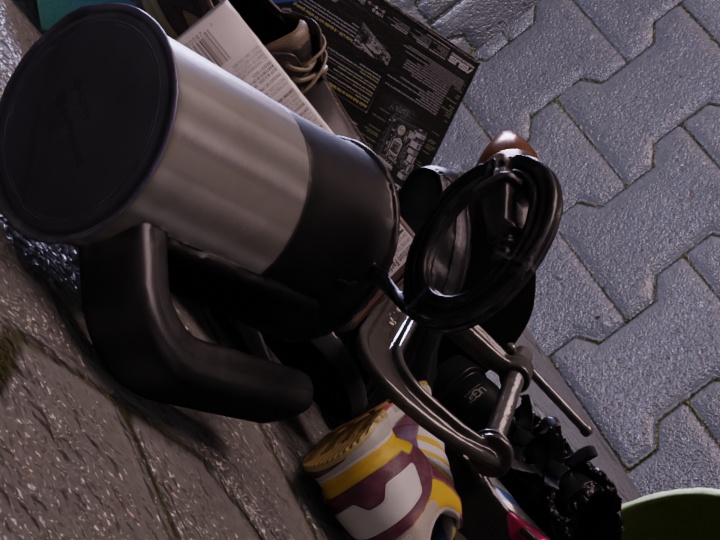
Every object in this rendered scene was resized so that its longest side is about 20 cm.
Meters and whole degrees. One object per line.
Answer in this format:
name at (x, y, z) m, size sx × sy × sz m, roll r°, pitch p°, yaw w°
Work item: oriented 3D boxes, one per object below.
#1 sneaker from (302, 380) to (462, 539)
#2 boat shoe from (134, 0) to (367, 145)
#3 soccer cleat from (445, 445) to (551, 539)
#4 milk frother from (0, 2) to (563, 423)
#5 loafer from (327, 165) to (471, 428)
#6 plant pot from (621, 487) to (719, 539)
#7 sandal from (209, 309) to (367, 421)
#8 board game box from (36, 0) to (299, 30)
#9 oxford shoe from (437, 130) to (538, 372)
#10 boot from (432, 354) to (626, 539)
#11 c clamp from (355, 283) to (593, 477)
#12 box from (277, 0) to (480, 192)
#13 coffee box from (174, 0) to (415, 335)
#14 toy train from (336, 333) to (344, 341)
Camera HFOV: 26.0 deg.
sneaker at (0.022, 0.127, 0.938) m, size 0.090 × 0.075 × 0.200 m, roll 59°, pitch 14°, yaw 2°
boat shoe at (-0.061, -0.133, 1.028) m, size 0.200 × 0.073 × 0.075 m, roll 44°, pitch 48°, yaw -19°
soccer cleat at (0.095, 0.192, 1.076) m, size 0.200 × 0.070 × 0.086 m, roll 57°, pitch -3°, yaw 9°
milk frother at (-0.035, -0.040, 0.748) m, size 0.188 × 0.200 × 0.181 m, roll 25°, pitch 36°, yaw -52°
loafer at (0.025, 0.019, 1.066) m, size 0.070 × 0.201 × 0.068 m, roll 25°, pitch -16°, yaw -40°
plant pot at (0.249, 0.299, 1.169) m, size 0.190 × 0.200 × 0.200 m, roll 62°, pitch 4°, yaw -20°
sandal at (-0.071, 0.020, 0.930) m, size 0.200 × 0.043 × 0.076 m, roll 50°, pitch -21°, yaw -21°
board game box at (-0.134, -0.225, 1.125) m, size 0.152 × 0.199 × 0.045 m, roll -115°, pitch -162°, yaw -62°
oxford shoe at (0.095, -0.009, 1.144) m, size 0.071 × 0.201 × 0.071 m, roll 11°, pitch 30°, yaw -8°
boot at (0.125, 0.161, 1.149) m, size 0.162 × 0.073 × 0.199 m, roll 40°, pitch -18°, yaw 36°
c clamp at (0.074, 0.070, 0.976) m, size 0.171 × 0.027 × 0.200 m, roll 45°, pitch 22°, yaw 2°
box at (-0.021, -0.162, 1.376) m, size 0.200 × 0.164 × 0.086 m, roll 29°, pitch -9°, yaw -23°
coffee box at (-0.066, -0.053, 0.972) m, size 0.200 × 0.080 × 0.113 m, roll 51°, pitch -28°, yaw -11°
toy train at (0.000, 0.000, 1.153) m, size 0.085 × 0.114 × 0.200 m, roll 38°, pitch -6°, yaw 44°
